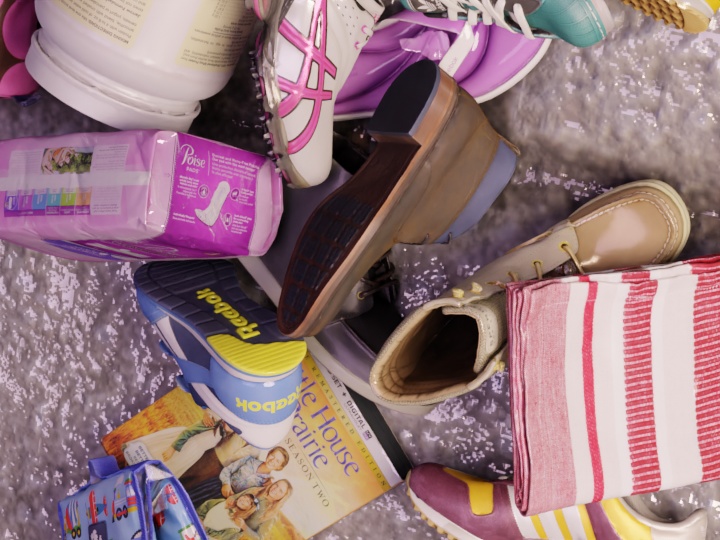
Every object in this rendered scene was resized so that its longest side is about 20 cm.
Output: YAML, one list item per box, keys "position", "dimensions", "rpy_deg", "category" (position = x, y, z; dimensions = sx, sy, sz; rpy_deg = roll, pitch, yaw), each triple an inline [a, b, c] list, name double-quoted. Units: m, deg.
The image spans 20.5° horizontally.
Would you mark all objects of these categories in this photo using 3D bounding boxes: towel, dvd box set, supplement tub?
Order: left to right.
- position: [-0.132, -0.205, 1.339]
  dimensions: [0.145, 0.145, 0.200]
  rpy_deg: [33, 109, 15]
  category: "supplement tub"
- position: [-0.076, 0.133, 1.430]
  dimensions: [0.200, 0.029, 0.147]
  rpy_deg: [-33, 84, 24]
  category: "dvd box set"
- position: [0.183, 0.068, 1.238]
  dimensions: [0.023, 0.199, 0.145]
  rpy_deg: [-165, 69, -65]
  category: "towel"

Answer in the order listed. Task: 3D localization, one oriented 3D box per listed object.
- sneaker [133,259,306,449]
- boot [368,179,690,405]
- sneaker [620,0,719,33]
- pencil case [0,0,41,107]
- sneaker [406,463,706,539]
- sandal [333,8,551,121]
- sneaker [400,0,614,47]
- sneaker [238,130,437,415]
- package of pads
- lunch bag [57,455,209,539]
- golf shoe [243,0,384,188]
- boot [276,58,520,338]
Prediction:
- position: [-0.101, 0.051, 1.369]
  dimensions: [0.200, 0.074, 0.082]
  rpy_deg: [-135, 36, -53]
  category: "sneaker"
- position: [0.108, 0.017, 1.263]
  dimensions: [0.200, 0.155, 0.072]
  rpy_deg: [-33, 85, 26]
  category: "boot"
- position: [0.158, -0.230, 1.259]
  dimensions: [0.200, 0.075, 0.090]
  rpy_deg: [34, 87, 20]
  category: "sneaker"
- position: [-0.258, -0.221, 1.419]
  dimensions: [0.091, 0.094, 0.201]
  rpy_deg: [12, 102, 21]
  category: "pencil case"
- position: [0.131, 0.156, 1.320]
  dimensions: [0.200, 0.075, 0.090]
  rpy_deg: [23, 99, 11]
  category: "sneaker"
- position: [0.035, -0.140, 1.329]
  dimensions: [0.202, 0.050, 0.083]
  rpy_deg: [-18, 93, 23]
  category: "sandal"
- position: [0.071, -0.184, 1.271]
  dimensions: [0.200, 0.071, 0.080]
  rpy_deg: [37, 82, 32]
  category: "sneaker"
- position: [0.000, 0.000, 1.351]
  dimensions: [0.200, 0.075, 0.106]
  rpy_deg: [46, 115, 12]
  category: "sneaker"
- position: [-0.162, -0.049, 1.359]
  dimensions: [0.200, 0.120, 0.076]
  rpy_deg: [0, 81, 43]
  category: "package of pads"
- position: [-0.150, 0.226, 1.421]
  dimensions: [0.150, 0.094, 0.201]
  rpy_deg: [-31, 75, 58]
  category: "lunch bag"
- position: [-0.028, -0.144, 1.273]
  dimensions: [0.092, 0.073, 0.200]
  rpy_deg: [-7, 120, -4]
  category: "golf shoe"
- position: [0.029, -0.027, 1.294]
  dimensions: [0.200, 0.097, 0.075]
  rpy_deg: [-59, 31, -4]
  category: "boot"
